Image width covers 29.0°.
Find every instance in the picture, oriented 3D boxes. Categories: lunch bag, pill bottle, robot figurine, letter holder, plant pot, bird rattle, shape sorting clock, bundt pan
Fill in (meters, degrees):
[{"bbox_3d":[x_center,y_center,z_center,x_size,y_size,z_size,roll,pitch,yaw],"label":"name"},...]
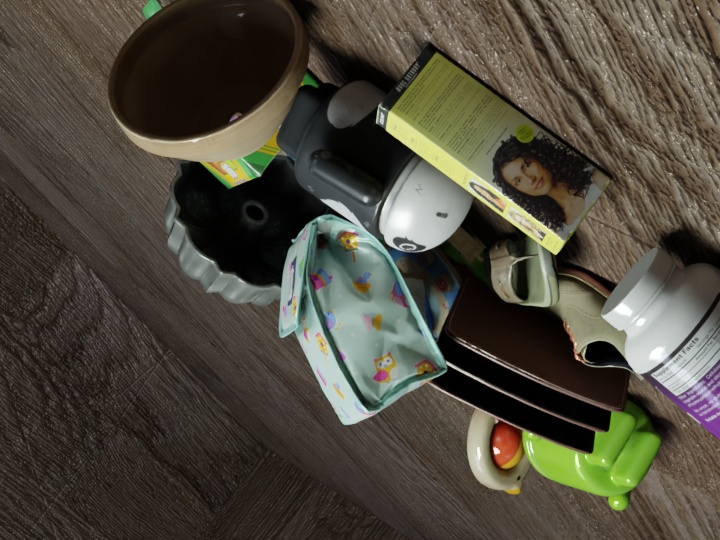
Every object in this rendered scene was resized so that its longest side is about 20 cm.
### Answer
[{"bbox_3d":[-0.014,0.046,1.412,0.201,0.121,0.170,60,167,3],"label":"lunch bag"},{"bbox_3d":[0.306,0.072,1.189,0.200,0.113,0.112,39,165,0],"label":"pill bottle"},{"bbox_3d":[0.270,0.202,1.655,0.175,0.116,0.200,36,168,-20],"label":"robot figurine"},{"bbox_3d":[0.016,-0.102,1.342,0.199,0.150,0.125,34,152,18],"label":"robot figurine"},{"bbox_3d":[0.171,0.114,1.455,0.199,0.101,0.142,24,-154,3],"label":"letter holder"},{"bbox_3d":[-0.134,-0.173,1.337,0.200,0.201,0.093,28,160,35],"label":"plant pot"},{"bbox_3d":[0.190,0.198,1.786,0.112,0.164,0.200,5,157,33],"label":"bird rattle"},{"bbox_3d":[0.073,0.031,1.604,0.200,0.039,0.200,50,160,26],"label":"shape sorting clock"},{"bbox_3d":[-0.133,-0.045,1.557,0.202,0.202,0.076,39,135,-3],"label":"bundt pan"}]

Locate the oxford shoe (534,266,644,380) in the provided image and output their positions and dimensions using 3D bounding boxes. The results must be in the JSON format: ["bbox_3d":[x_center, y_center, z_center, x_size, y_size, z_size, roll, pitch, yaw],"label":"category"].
[{"bbox_3d":[0.226,0.051,1.393,0.200,0.075,0.070,21,159,52],"label":"oxford shoe"}]

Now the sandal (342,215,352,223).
[{"bbox_3d":[0.000,0.000,1.535,0.076,0.043,0.201,-115,28,-47],"label":"sandal"}]

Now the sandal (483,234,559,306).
[{"bbox_3d":[0.153,0.002,1.397,0.201,0.057,0.080,151,111,-75],"label":"sandal"}]

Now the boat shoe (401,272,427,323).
[{"bbox_3d":[0.044,0.088,1.571,0.201,0.070,0.070,87,172,-53],"label":"boat shoe"}]

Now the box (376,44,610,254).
[{"bbox_3d":[0.113,-0.105,1.207,0.199,0.075,0.050,36,167,7],"label":"box"}]

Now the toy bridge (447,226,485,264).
[{"bbox_3d":[0.056,-0.078,1.452,0.200,0.027,0.067,43,-172,-4],"label":"toy bridge"}]

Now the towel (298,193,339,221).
[{"bbox_3d":[-0.009,-0.001,1.701,0.192,0.032,0.200,61,-179,14],"label":"towel"}]

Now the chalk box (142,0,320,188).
[{"bbox_3d":[-0.158,-0.202,1.467,0.200,0.124,0.125,42,165,-13],"label":"chalk box"}]

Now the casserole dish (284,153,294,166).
[{"bbox_3d":[-0.022,-0.117,1.565,0.199,0.039,0.121,27,161,41],"label":"casserole dish"}]

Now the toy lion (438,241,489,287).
[{"bbox_3d":[0.154,0.048,1.594,0.200,0.069,0.192,34,157,32],"label":"toy lion"}]
